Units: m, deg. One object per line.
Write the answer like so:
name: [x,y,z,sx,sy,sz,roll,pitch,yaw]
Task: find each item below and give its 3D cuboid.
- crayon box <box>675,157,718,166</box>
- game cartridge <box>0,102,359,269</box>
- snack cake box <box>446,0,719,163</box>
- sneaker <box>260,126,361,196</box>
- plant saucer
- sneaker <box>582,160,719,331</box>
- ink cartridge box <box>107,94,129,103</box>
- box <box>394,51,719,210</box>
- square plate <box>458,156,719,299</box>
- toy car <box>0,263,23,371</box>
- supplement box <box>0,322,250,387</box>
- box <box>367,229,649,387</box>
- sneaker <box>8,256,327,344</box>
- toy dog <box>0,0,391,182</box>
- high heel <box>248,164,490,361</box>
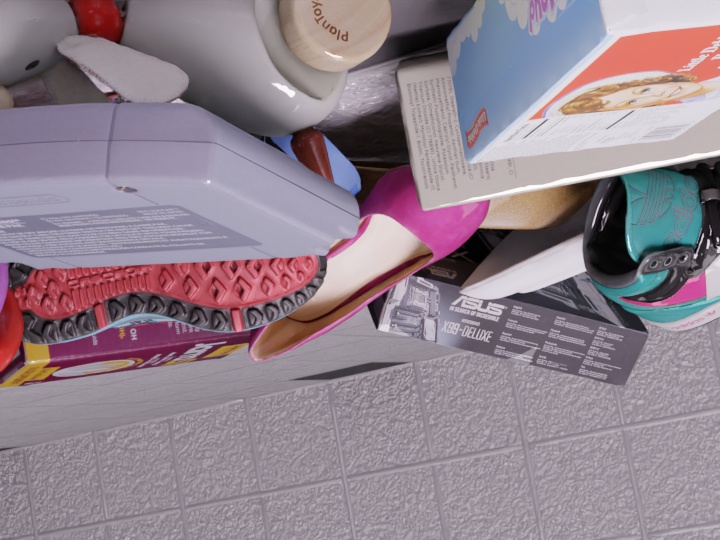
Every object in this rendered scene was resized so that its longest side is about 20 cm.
crayon box: [0.249,-0.074,1.230,0.171,0.059,0.199,-16,170,36]
game cartridge: [-0.116,-0.034,0.655,0.198,0.041,0.133,-2,169,30]
snack cake box: [0.119,-0.107,0.659,0.114,0.068,0.200,-7,171,-13]
sneaker: [-0.055,-0.040,0.961,0.078,0.070,0.200,-48,180,-13]
plant saucer: [0.064,-0.051,1.022,0.198,0.036,0.200,4,-175,0]
sneaker: [0.200,-0.038,0.862,0.120,0.084,0.200,16,140,-36]
ink cartridge box: [-0.157,-0.061,0.855,0.108,0.051,0.200,-12,171,15]
box: [0.122,-0.093,0.820,0.198,0.083,0.068,-9,-170,5]
square plate: [0.181,-0.039,1.035,0.198,0.029,0.198,-23,-173,25]
toy car: [-0.241,0.033,0.763,0.150,0.175,0.201,-42,155,-22]
supplement box: [-0.190,0.024,1.204,0.198,0.104,0.131,-7,170,-25]
box: [0.092,0.006,1.104,0.198,0.050,0.158,14,-156,-18]
sneaker: [-0.118,-0.005,0.914,0.197,0.080,0.096,-4,-174,3]
toy dog: [-0.081,-0.077,0.671,0.198,0.097,0.132,-9,172,-6]
high heel: [0.000,0.000,0.932,0.067,0.096,0.199,44,145,-24]
